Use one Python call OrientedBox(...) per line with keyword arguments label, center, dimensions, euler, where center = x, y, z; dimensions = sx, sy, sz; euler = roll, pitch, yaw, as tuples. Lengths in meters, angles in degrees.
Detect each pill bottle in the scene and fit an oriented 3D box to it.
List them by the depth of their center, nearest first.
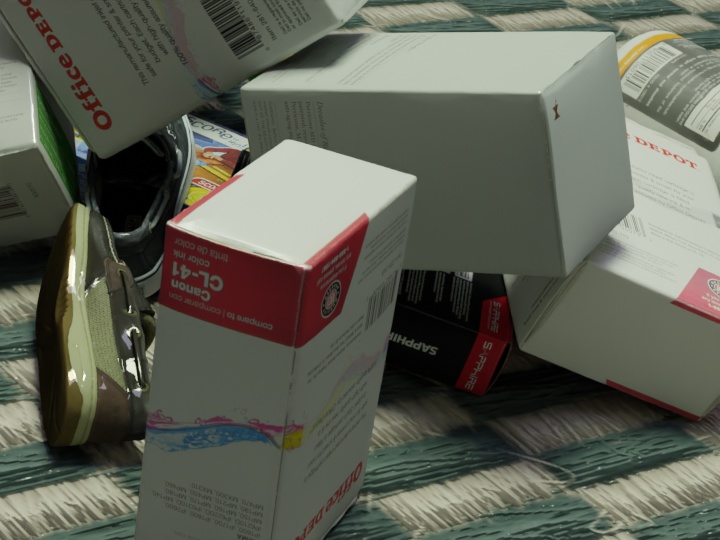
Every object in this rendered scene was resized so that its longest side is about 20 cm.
OrientedBox(label="pill bottle", center=(0.281, -0.100, 1.679), dimensions=(0.116, 0.116, 0.200), euler=(-12, 35, -39))

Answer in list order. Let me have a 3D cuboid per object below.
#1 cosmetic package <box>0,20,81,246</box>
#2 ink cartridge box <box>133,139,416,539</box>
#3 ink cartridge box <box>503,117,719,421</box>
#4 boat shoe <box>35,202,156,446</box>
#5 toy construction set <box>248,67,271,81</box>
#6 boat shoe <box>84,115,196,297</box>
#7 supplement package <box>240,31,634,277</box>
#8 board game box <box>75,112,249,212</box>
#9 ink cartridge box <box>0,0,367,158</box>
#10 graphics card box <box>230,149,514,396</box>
OrientedBox(label="cosmetic package", center=(-0.242, -0.126, 1.415), dimensions=(0.085, 0.108, 0.200), euler=(-11, 60, 5))
OrientedBox(label="ink cartridge box", center=(-0.046, 0.050, 1.141), dimensions=(0.086, 0.200, 0.148), euler=(19, 26, 16))
OrientedBox(label="ink cartridge box", center=(0.169, -0.015, 1.416), dimensions=(0.146, 0.083, 0.200), euler=(22, 33, -21))
OrientedBox(label="boat shoe", center=(-0.155, 0.036, 1.283), dimensions=(0.065, 0.073, 0.200), euler=(14, 37, -18))
OrientedBox(label="toy construction set", center=(-0.001, -0.130, 1.669), dimensions=(0.200, 0.092, 0.131), euler=(29, 5, 17))
OrientedBox(label="boat shoe", center=(-0.151, -0.071, 1.435), dimensions=(0.072, 0.068, 0.200), euler=(2, 44, 2))
OrientedBox(label="supplement package", center=(0.048, -0.073, 1.298), dimensions=(0.200, 0.117, 0.117), euler=(3, 24, 29))
OrientedBox(label="board game box", center=(-0.112, -0.062, 1.530), dimensions=(0.200, 0.034, 0.135), euler=(24, 29, 23))
OrientedBox(label="ink cartridge box", center=(-0.113, -0.181, 1.336), dimensions=(0.200, 0.145, 0.084), euler=(-26, 14, 28))
OrientedBox(label="graphics card box", center=(0.000, 0.000, 1.392), dimensions=(0.200, 0.051, 0.125), euler=(20, 31, -6))
